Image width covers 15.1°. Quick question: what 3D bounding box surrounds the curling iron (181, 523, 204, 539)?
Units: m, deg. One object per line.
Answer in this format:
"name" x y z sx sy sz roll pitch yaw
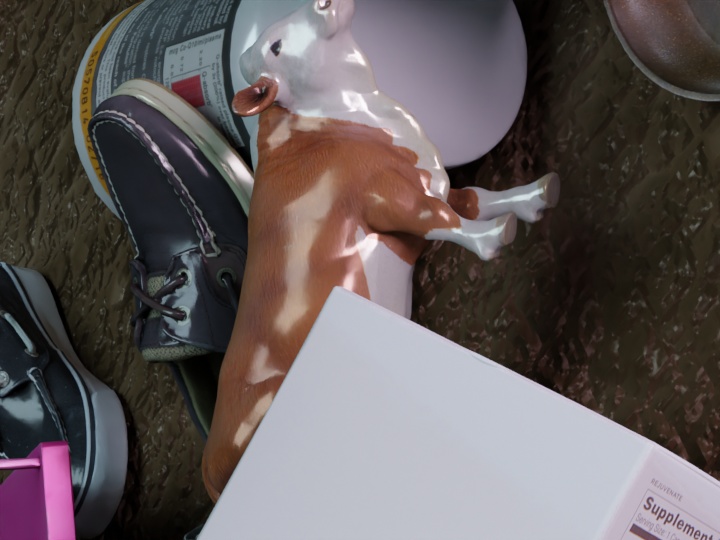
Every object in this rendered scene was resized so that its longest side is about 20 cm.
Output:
"curling iron" -0.006 0.126 1.074 0.200 0.026 0.050 -5 104 38

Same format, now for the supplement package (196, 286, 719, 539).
"supplement package" 0.035 0.141 0.882 0.152 0.151 0.200 26 86 45

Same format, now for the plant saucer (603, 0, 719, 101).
"plant saucer" 0.157 -0.155 0.977 0.200 0.032 0.200 -31 52 50

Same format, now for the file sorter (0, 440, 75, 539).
"file sorter" -0.196 0.190 1.221 0.139 0.125 0.200 139 127 -69

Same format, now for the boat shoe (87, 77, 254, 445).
"boat shoe" -0.060 0.019 1.109 0.072 0.065 0.200 -7 113 57

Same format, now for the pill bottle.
"pill bottle" -0.028 -0.076 1.147 0.200 0.116 0.117 -10 70 55

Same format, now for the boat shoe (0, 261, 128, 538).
"boat shoe" -0.174 0.058 1.353 0.072 0.068 0.200 -58 38 24

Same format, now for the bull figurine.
"bull figurine" 0.000 0.000 0.999 0.121 0.065 0.200 11 91 24
